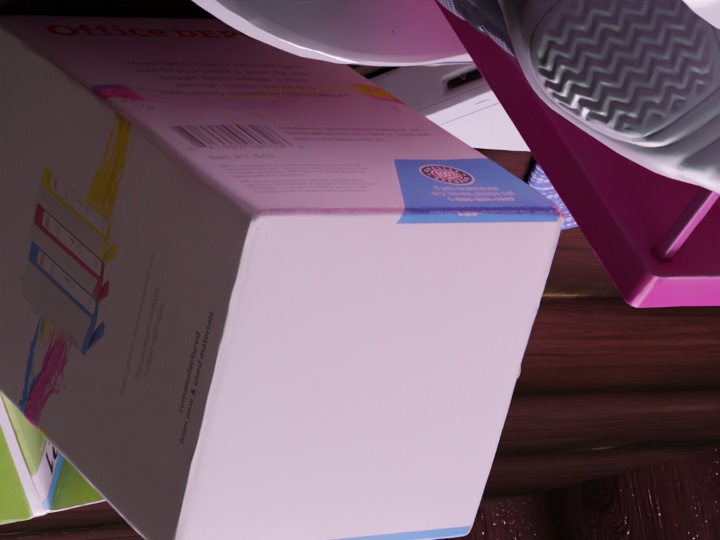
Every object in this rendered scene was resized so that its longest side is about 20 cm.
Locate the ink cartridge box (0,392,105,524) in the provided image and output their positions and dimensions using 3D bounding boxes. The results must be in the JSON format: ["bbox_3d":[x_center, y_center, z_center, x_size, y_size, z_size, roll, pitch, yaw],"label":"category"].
[{"bbox_3d":[-0.123,0.027,1.018,0.199,0.076,0.148,-13,-153,9],"label":"ink cartridge box"}]

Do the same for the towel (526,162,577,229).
[{"bbox_3d":[0.156,-0.048,1.354,0.144,0.024,0.200,-9,170,-3],"label":"towel"}]

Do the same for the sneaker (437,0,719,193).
[{"bbox_3d":[0.041,-0.086,0.656,0.076,0.200,0.114,-52,-179,-3],"label":"sneaker"}]

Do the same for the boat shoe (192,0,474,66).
[{"bbox_3d":[0.014,-0.098,0.809,0.199,0.072,0.066,-3,180,-35],"label":"boat shoe"}]

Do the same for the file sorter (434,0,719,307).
[{"bbox_3d":[0.147,-0.083,0.749,0.199,0.139,0.126,0,138,-39],"label":"file sorter"}]

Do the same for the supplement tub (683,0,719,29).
[{"bbox_3d":[0.149,-0.133,0.509,0.199,0.146,0.145,-16,169,30],"label":"supplement tub"}]

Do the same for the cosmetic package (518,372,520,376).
[{"bbox_3d":[0.000,0.000,1.178,0.087,0.104,0.200,-1,176,23],"label":"cosmetic package"}]

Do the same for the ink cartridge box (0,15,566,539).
[{"bbox_3d":[-0.050,-0.005,0.903,0.128,0.126,0.200,-1,-155,-36],"label":"ink cartridge box"}]

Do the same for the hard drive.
[{"bbox_3d":[0.108,-0.079,1.117,0.132,0.027,0.199,-19,167,41],"label":"hard drive"}]
